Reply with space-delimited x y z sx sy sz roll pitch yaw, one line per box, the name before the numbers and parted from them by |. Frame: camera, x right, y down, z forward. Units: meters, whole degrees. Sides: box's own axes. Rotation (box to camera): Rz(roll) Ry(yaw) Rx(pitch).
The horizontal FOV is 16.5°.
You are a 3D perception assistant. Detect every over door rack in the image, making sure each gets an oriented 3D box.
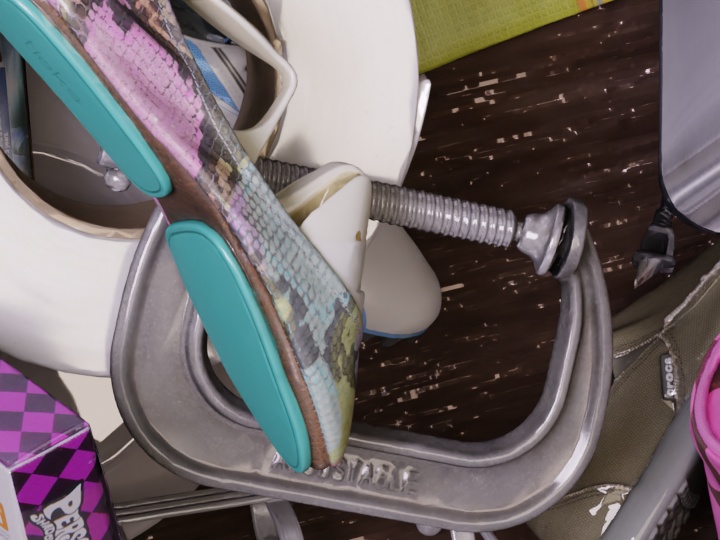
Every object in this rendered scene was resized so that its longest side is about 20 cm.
over door rack | -0.012 0.123 0.886 0.147 0.200 0.067 -9 103 -14

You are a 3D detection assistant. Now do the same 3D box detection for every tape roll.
tape roll | -0.081 -0.067 0.854 0.201 0.071 0.204 -2 98 -11

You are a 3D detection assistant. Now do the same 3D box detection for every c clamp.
c clamp | 0.000 0.000 0.831 0.199 0.027 0.172 17 95 -13

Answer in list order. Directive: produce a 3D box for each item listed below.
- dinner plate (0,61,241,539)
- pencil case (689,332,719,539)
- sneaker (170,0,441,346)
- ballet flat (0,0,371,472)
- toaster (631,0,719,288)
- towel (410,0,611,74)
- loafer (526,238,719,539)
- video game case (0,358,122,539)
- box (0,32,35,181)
dinner plate | -0.133 0.018 0.949 0.199 0.024 0.202 -1 96 -9
pencil case | 0.179 0.104 0.930 0.091 0.093 0.200 -53 145 -24
sneaker | -0.036 -0.053 0.929 0.072 0.072 0.200 -39 100 28
ballet flat | -0.041 -0.032 0.780 0.071 0.069 0.201 -37 105 -18
toaster | 0.204 -0.089 0.909 0.180 0.119 0.201 10 69 -17
towel | 0.050 -0.132 0.969 0.199 0.018 0.087 -22 98 -7
loafer | 0.123 0.030 0.966 0.069 0.075 0.201 30 76 17
video game case | -0.140 0.090 0.840 0.036 0.200 0.182 -29 129 -29
box | -0.192 -0.097 0.905 0.136 0.040 0.201 -5 90 -6
